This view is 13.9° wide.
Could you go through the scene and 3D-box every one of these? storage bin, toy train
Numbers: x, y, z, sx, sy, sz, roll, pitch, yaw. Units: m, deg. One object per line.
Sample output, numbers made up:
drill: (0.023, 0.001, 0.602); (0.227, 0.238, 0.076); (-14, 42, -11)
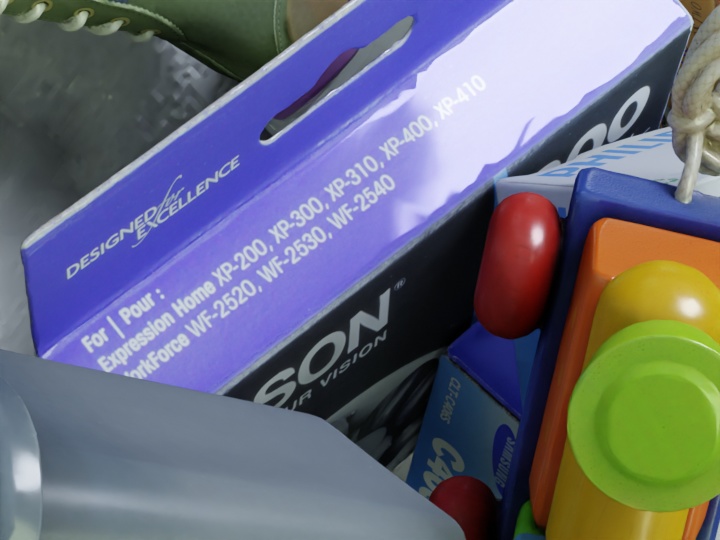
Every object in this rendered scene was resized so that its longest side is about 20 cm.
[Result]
storage bin: (-0.061, 0.112, 0.633); (0.134, 0.145, 0.201); (7, 104, -30)
toy train: (0.065, 0.013, 0.639); (0.116, 0.084, 0.201); (-67, 169, -75)

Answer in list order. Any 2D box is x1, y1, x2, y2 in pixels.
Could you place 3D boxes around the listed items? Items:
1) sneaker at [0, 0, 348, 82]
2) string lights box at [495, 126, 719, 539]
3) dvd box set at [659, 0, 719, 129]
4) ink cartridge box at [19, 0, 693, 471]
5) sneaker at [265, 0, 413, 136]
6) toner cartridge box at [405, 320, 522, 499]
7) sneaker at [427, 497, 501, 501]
sneaker: (-0.092, -0.088, 0.703); (0.200, 0.067, 0.090); (44, 77, -36)
string lights box: (0.098, 0.064, 0.766); (0.103, 0.059, 0.201); (-19, 107, -42)
dvd box set: (0.132, -0.120, 0.844); (0.146, 0.029, 0.200); (-52, 161, -12)
ink cartridge box: (0.000, 0.000, 0.766); (0.198, 0.043, 0.200); (-39, 159, -22)
sneaker: (0.051, -0.100, 0.814); (0.200, 0.075, 0.100); (-51, 131, -13)
toner cartridge box: (0.099, 0.002, 0.859); (0.200, 0.043, 0.095); (-40, 160, -26)
sneaker: (-0.019, 0.110, 0.780); (0.200, 0.080, 0.071); (-11, 75, -25)
